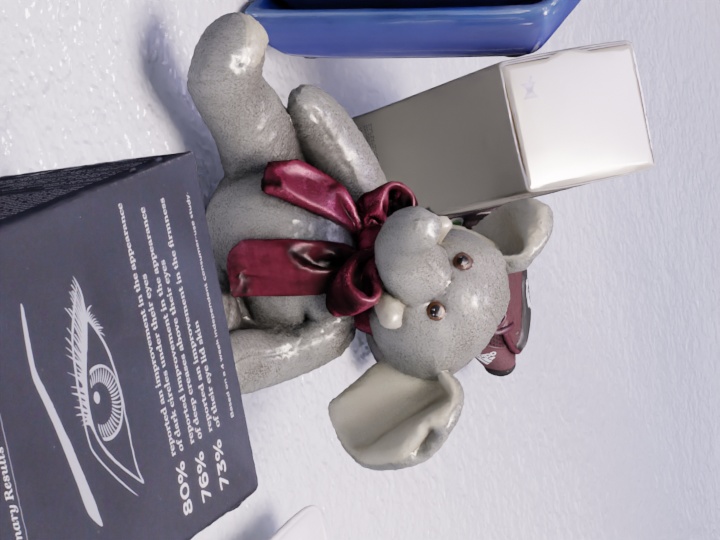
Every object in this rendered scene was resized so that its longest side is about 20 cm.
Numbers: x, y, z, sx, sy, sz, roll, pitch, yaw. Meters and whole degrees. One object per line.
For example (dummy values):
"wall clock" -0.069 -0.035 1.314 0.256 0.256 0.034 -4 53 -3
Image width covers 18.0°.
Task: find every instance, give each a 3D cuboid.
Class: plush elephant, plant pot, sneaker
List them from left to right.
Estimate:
"plush elephant" 0.000 0.000 1.082 0.200 0.154 0.166 54 49 -53
"plant pot" 0.035 -0.218 1.188 0.200 0.198 0.181 -51 137 -56
"sneaker" 0.065 0.029 1.328 0.200 0.075 0.116 -62 141 -51

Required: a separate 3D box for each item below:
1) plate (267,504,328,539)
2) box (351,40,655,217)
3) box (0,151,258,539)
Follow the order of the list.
"plate" -0.052 0.237 1.077 0.199 0.032 0.202 -33 114 -61
"box" 0.071 -0.069 1.211 0.081 0.200 0.069 -12 90 -22
"box" -0.136 0.048 0.858 0.200 0.103 0.149 -28 110 -63
